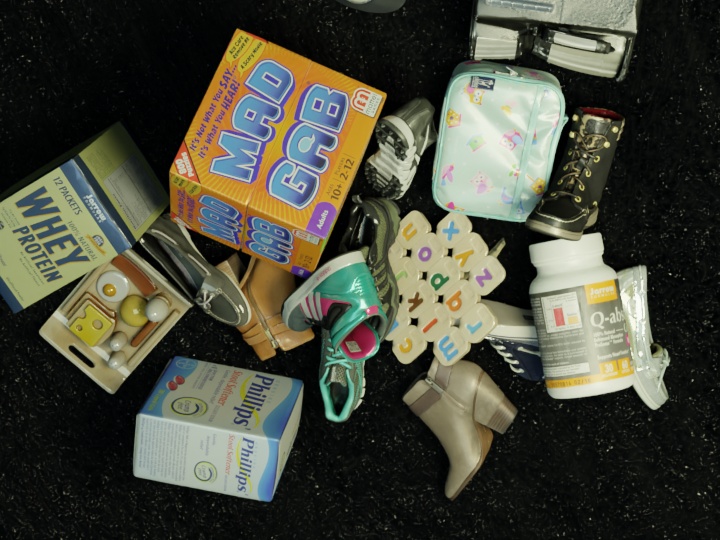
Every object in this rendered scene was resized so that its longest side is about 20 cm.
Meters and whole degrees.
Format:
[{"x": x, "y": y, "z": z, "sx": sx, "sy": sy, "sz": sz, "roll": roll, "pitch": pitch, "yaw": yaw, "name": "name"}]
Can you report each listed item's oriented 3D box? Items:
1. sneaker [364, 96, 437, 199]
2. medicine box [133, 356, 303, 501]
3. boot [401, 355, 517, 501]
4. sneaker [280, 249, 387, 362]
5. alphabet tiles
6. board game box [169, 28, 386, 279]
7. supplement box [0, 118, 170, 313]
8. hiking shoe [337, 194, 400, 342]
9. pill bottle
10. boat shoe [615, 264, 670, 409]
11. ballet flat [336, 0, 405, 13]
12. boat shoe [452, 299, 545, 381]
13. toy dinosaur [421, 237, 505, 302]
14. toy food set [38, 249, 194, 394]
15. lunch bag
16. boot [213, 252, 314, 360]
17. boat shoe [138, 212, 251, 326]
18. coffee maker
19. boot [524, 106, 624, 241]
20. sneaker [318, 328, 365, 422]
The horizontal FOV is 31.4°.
[{"x": 0.059, "y": -0.158, "z": 1.638, "sx": 0.066, "sy": 0.200, "sz": 0.090, "roll": 42, "pitch": 70, "yaw": 11, "name": "sneaker"}, {"x": -0.196, "y": 0.219, "z": 1.795, "sx": 0.199, "sy": 0.182, "sz": 0.103, "roll": 9, "pitch": 113, "yaw": 5, "name": "medicine box"}, {"x": 0.123, "y": 0.215, "z": 1.815, "sx": 0.146, "sy": 0.070, "sz": 0.200, "roll": 32, "pitch": 112, "yaw": 2, "name": "boot"}, {"x": -0.029, "y": 0.067, "z": 1.652, "sx": 0.121, "sy": 0.083, "sz": 0.200, "roll": 66, "pitch": 148, "yaw": 14, "name": "sneaker"}, {"x": 0.096, "y": 0.022, "z": 1.702, "sx": 0.196, "sy": 0.015, "sz": 0.200, "roll": -44, "pitch": 66, "yaw": 22, "name": "alphabet tiles"}, {"x": -0.106, "y": -0.138, "z": 1.590, "sx": 0.199, "sy": 0.200, "sz": 0.200, "roll": 23, "pitch": 74, "yaw": -1, "name": "board game box"}, {"x": -0.385, "y": -0.076, "z": 1.699, "sx": 0.199, "sy": 0.200, "sz": 0.135, "roll": -28, "pitch": 105, "yaw": 18, "name": "supplement box"}, {"x": 0.000, "y": 0.000, "z": 1.696, "sx": 0.075, "sy": 0.101, "sz": 0.201, "roll": 0, "pitch": 87, "yaw": 33, "name": "hiking shoe"}, {"x": 0.281, "y": 0.058, "z": 1.648, "sx": 0.116, "sy": 0.116, "sz": 0.201, "roll": -10, "pitch": 90, "yaw": 12, "name": "pill bottle"}, {"x": 0.380, "y": 0.091, "z": 1.719, "sx": 0.065, "sy": 0.074, "sz": 0.203, "roll": -17, "pitch": 101, "yaw": 18, "name": "boat shoe"}, {"x": -0.037, "y": -0.375, "z": 1.600, "sx": 0.199, "sy": 0.073, "sz": 0.073, "roll": 27, "pitch": 113, "yaw": -3, "name": "ballet flat"}, {"x": 0.205, "y": 0.101, "z": 1.736, "sx": 0.199, "sy": 0.075, "sz": 0.093, "roll": 9, "pitch": 116, "yaw": -7, "name": "boat shoe"}, {"x": 0.114, "y": 0.028, "z": 1.750, "sx": 0.199, "sy": 0.047, "sz": 0.088, "roll": -17, "pitch": 101, "yaw": 11, "name": "toy dinosaur"}, {"x": -0.349, "y": 0.066, "z": 1.825, "sx": 0.143, "sy": 0.060, "sz": 0.200, "roll": 41, "pitch": 111, "yaw": -9, "name": "toy food set"}, {"x": 0.179, "y": -0.167, "z": 1.643, "sx": 0.160, "sy": 0.077, "sz": 0.201, "roll": 11, "pitch": 113, "yaw": 5, "name": "lunch bag"}, {"x": -0.106, "y": 0.030, "z": 1.759, "sx": 0.199, "sy": 0.077, "sz": 0.156, "roll": -27, "pitch": 99, "yaw": 23, "name": "boot"}, {"x": -0.232, "y": 0.007, "z": 1.750, "sx": 0.200, "sy": 0.057, "sz": 0.067, "roll": 48, "pitch": 133, "yaw": 13, "name": "boat shoe"}, {"x": 0.238, "y": -0.337, "z": 1.555, "sx": 0.199, "sy": 0.135, "sz": 0.193, "roll": 10, "pitch": 85, "yaw": 3, "name": "coffee maker"}, {"x": 0.270, "y": -0.121, "z": 1.590, "sx": 0.073, "sy": 0.200, "sz": 0.151, "roll": 21, "pitch": 109, "yaw": 21, "name": "boot"}, {"x": -0.024, "y": 0.122, "z": 1.781, "sx": 0.077, "sy": 0.091, "sz": 0.201, "roll": 0, "pitch": 111, "yaw": 7, "name": "sneaker"}]
